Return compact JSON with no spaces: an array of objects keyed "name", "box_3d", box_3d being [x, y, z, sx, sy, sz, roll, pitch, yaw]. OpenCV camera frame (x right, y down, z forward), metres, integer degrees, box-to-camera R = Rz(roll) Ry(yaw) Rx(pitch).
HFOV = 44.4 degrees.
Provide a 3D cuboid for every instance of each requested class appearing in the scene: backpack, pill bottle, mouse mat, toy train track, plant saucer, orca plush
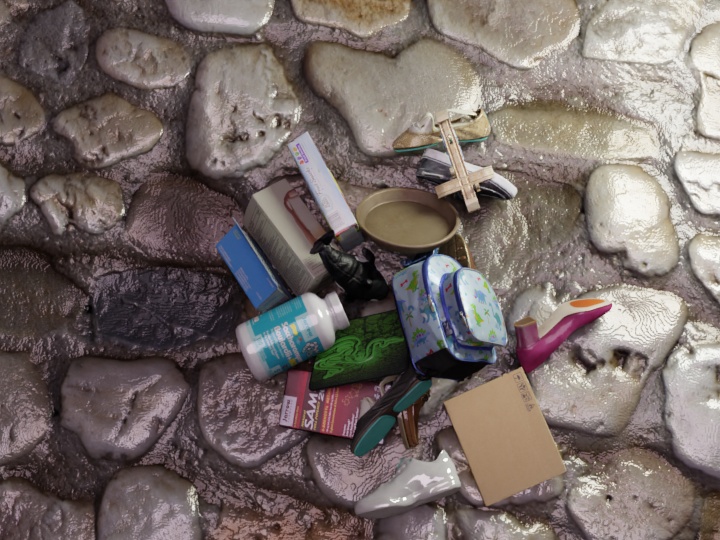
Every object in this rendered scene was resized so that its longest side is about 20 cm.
[{"name":"backpack","box_3d":[0.156,0.073,1.526,0.146,0.182,0.203,-31,66,28]},{"name":"pill bottle","box_3d":[-0.121,0.112,1.611,0.197,0.111,0.112,-26,77,-3]},{"name":"mouse mat","box_3d":[0.003,0.141,1.598,0.196,0.008,0.163,-15,40,22]},{"name":"toy train track","box_3d":[0.181,-0.208,1.651,0.113,0.033,0.204,-20,78,8]},{"name":"plant saucer","box_3d":[0.088,-0.093,1.653,0.195,0.030,0.202,3,37,-2]},{"name":"orca plush","box_3d":[0.000,0.000,1.605,0.070,0.201,0.106,18,61,47]}]

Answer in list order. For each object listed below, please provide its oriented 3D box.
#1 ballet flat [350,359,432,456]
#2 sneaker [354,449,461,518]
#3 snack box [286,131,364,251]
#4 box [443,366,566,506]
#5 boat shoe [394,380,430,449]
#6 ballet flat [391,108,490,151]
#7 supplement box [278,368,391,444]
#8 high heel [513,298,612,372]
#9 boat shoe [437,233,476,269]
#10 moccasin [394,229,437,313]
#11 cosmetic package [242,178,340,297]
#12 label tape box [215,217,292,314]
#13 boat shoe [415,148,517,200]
[{"name":"ballet flat","box_3d":[0.045,0.237,1.554,0.200,0.068,0.069,-46,53,8]},{"name":"sneaker","box_3d":[0.077,0.383,1.590,0.196,0.076,0.090,-17,64,-5]},{"name":"snack box","box_3d":[-0.064,-0.145,1.670,0.052,0.142,0.203,-28,78,-1]},{"name":"box","box_3d":[0.261,0.301,1.604,0.161,0.021,0.203,-24,78,5]},{"name":"boat shoe","box_3d":[0.096,0.222,1.614,0.066,0.072,0.205,-7,77,4]},{"name":"ballet flat","box_3d":[0.155,-0.279,1.717,0.195,0.071,0.067,-11,116,-5]},{"name":"supplement box","box_3d":[-0.044,0.250,1.624,0.195,0.061,0.111,8,79,7]},{"name":"high heel","box_3d":[0.379,0.117,1.635,0.196,0.068,0.098,-15,106,-3]},{"name":"boat shoe","box_3d":[0.193,0.033,1.653,0.071,0.067,0.205,-16,78,30]},{"name":"moccasin","box_3d":[0.099,0.017,1.654,0.067,0.081,0.204,14,78,5]},{"name":"cosmetic package","box_3d":[-0.127,-0.057,1.666,0.087,0.104,0.201,-31,77,-31]},{"name":"label tape box","box_3d":[-0.199,0.000,1.618,0.063,0.200,0.145,-34,77,-1]},{"name":"boat shoe","box_3d":[0.200,-0.166,1.691,0.197,0.072,0.069,24,80,10]}]
